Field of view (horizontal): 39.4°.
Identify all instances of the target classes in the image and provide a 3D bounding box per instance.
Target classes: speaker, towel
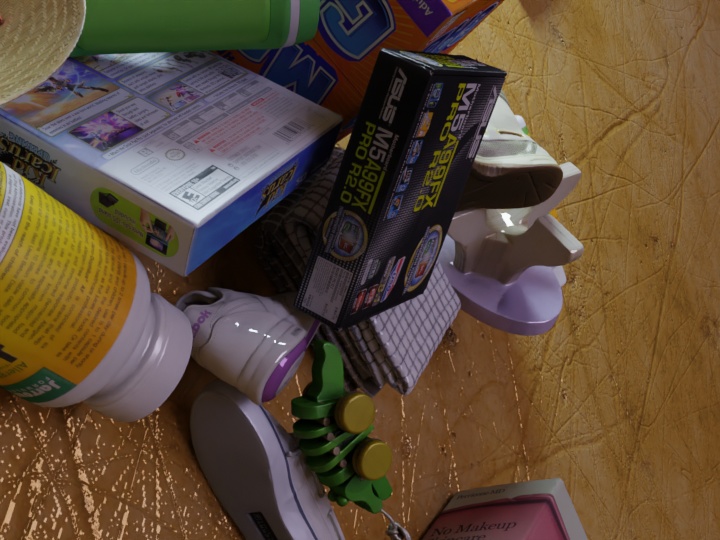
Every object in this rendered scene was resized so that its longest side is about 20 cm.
[{"bbox_3d":[-0.132,-0.193,0.691,0.200,0.088,0.089,-5,78,-13],"label":"speaker"},{"bbox_3d":[0.000,0.000,0.921,0.200,0.086,0.166,61,34,-18],"label":"towel"}]

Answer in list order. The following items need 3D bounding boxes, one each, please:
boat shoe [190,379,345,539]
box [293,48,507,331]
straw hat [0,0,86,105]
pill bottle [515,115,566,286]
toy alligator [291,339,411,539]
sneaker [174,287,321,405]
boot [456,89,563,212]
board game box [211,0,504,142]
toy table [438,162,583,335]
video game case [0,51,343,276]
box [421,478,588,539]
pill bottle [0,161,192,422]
[{"bbox_3d":[-0.058,0.156,0.781,0.086,0.075,0.202,-49,120,-50],"label":"boat shoe"},{"bbox_3d":[0.033,-0.065,0.762,0.160,0.044,0.200,-18,131,-62],"label":"box"},{"bbox_3d":[-0.258,-0.137,0.588,0.201,0.085,0.201,9,55,-13],"label":"straw hat"},{"bbox_3d":[0.166,-0.067,1.156,0.111,0.111,0.200,-33,105,-55],"label":"pill bottle"},{"bbox_3d":[-0.011,0.148,0.755,0.054,0.059,0.200,-31,114,-28],"label":"toy alligator"},{"bbox_3d":[-0.084,0.038,0.758,0.100,0.075,0.200,30,4,0],"label":"sneaker"},{"bbox_3d":[0.076,-0.130,0.948,0.200,0.072,0.155,0,46,-26],"label":"boot"},{"bbox_3d":[-0.016,-0.245,0.839,0.200,0.200,0.200,50,37,-2],"label":"board game box"},{"bbox_3d":[0.135,-0.041,1.013,0.200,0.117,0.184,39,47,22],"label":"toy table"},{"bbox_3d":[-0.137,-0.096,0.697,0.181,0.045,0.200,30,37,11],"label":"video game case"},{"bbox_3d":[0.121,0.295,0.935,0.200,0.128,0.109,-38,108,-55],"label":"box"},{"bbox_3d":[-0.199,0.014,0.601,0.200,0.113,0.113,40,47,-41],"label":"pill bottle"}]
